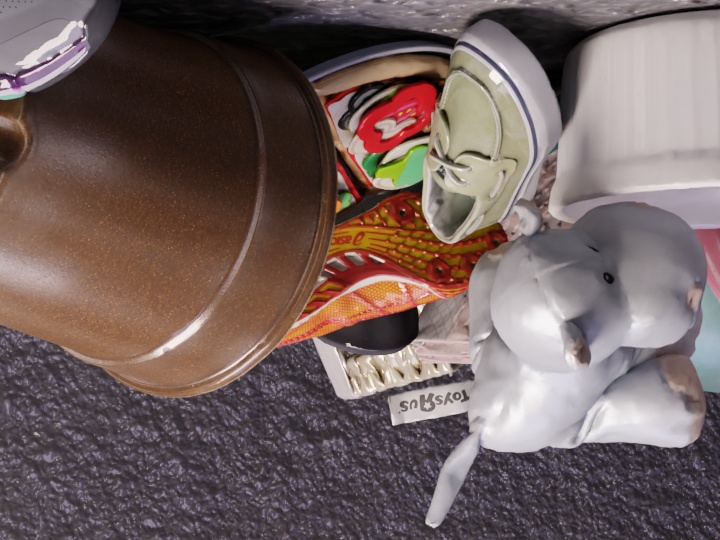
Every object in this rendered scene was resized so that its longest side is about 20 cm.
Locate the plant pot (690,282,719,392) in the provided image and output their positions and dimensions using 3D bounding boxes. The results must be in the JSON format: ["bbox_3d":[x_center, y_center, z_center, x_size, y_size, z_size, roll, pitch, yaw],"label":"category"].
[{"bbox_3d":[0.232,-0.005,1.154,0.133,0.202,0.200,-4,177,-28],"label":"plant pot"}]

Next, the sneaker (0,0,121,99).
[{"bbox_3d":[-0.197,-0.113,0.669,0.198,0.075,0.087,-3,170,28],"label":"sneaker"}]

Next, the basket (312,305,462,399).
[{"bbox_3d":[0.052,0.006,1.392,0.123,0.137,0.200,-13,-165,35],"label":"basket"}]

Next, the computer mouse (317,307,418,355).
[{"bbox_3d":[-0.024,-0.002,1.202,0.137,0.053,0.200,-4,-154,-29],"label":"computer mouse"}]

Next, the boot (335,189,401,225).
[{"bbox_3d":[-0.053,-0.065,1.216,0.202,0.074,0.154,13,-170,8],"label":"boot"}]

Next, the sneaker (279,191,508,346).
[{"bbox_3d":[0.000,0.000,1.036,0.198,0.074,0.077,-12,166,-13],"label":"sneaker"}]

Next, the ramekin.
[{"bbox_3d":[0.206,-0.083,0.921,0.198,0.099,0.200,-1,174,0],"label":"ramekin"}]

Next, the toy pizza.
[{"bbox_3d":[-0.013,-0.067,0.958,0.199,0.032,0.200,-23,161,-9],"label":"toy pizza"}]

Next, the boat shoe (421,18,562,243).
[{"bbox_3d":[0.070,-0.069,0.922,0.062,0.072,0.200,-41,160,-13],"label":"boat shoe"}]

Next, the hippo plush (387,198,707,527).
[{"bbox_3d":[0.110,0.016,0.904,0.198,0.160,0.161,-14,145,-8],"label":"hippo plush"}]

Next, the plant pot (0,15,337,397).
[{"bbox_3d":[-0.149,-0.049,0.804,0.199,0.202,0.198,-5,166,36],"label":"plant pot"}]

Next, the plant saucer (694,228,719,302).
[{"bbox_3d":[0.317,-0.035,1.033,0.198,0.202,0.051,-1,152,6],"label":"plant saucer"}]

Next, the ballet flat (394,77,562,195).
[{"bbox_3d":[0.078,-0.081,1.058,0.067,0.064,0.200,-1,147,-43],"label":"ballet flat"}]

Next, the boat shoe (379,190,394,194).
[{"bbox_3d":[-0.007,-0.096,1.071,0.062,0.073,0.199,44,-156,23],"label":"boat shoe"}]

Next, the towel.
[{"bbox_3d":[0.122,-0.024,1.137,0.032,0.201,0.191,35,162,-20],"label":"towel"}]
